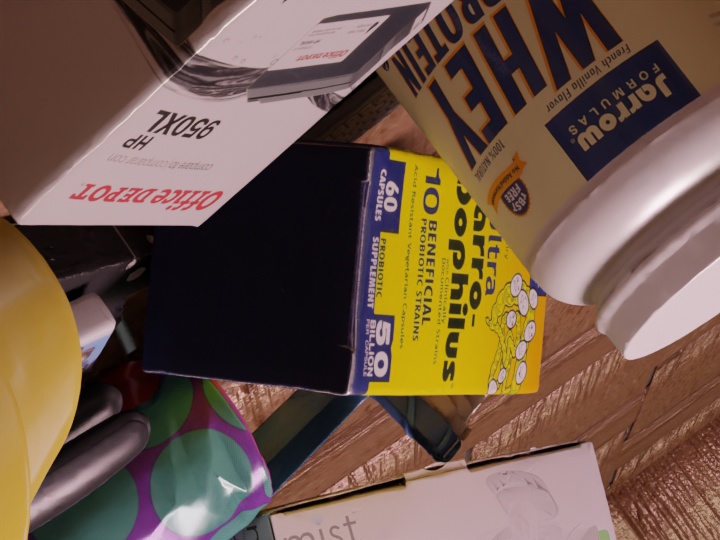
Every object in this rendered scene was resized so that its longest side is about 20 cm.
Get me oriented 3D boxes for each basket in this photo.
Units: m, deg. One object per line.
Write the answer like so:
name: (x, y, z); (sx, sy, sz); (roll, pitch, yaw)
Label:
basket: (-0.003, 0.056, 1.385); (0.200, 0.139, 0.176); (-49, 176, -7)

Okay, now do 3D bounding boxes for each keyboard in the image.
keyboard: (0.044, -0.110, 1.256); (0.200, 0.011, 0.056); (-38, 166, 6)

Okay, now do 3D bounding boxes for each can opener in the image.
can opener: (-0.180, 0.114, 1.111); (0.200, 0.063, 0.079); (-41, 141, -18)

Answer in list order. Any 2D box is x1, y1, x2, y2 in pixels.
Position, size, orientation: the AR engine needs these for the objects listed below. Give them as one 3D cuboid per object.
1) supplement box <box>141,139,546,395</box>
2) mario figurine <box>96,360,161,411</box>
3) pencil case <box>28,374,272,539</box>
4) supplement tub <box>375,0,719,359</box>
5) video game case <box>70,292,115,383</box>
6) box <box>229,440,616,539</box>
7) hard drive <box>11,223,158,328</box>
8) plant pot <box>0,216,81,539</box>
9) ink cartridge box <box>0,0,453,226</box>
supplement box: (0.000, 0.000, 1.186); (0.109, 0.109, 0.200); (5, 180, 27)
mario figurine: (-0.129, 0.131, 1.412); (0.200, 0.106, 0.124); (-45, -163, 58)
pencil case: (-0.137, 0.127, 1.184); (0.200, 0.092, 0.085); (-36, 130, -12)
supplement tub: (0.103, -0.077, 1.107); (0.145, 0.200, 0.145); (-34, 166, -10)
video game case: (-0.215, 0.095, 1.123); (0.200, 0.023, 0.182); (-25, 163, -34)
box: (0.004, 0.156, 1.316); (0.200, 0.097, 0.176); (-9, 174, -34)
hard drive: (-0.182, 0.033, 1.118); (0.200, 0.038, 0.140); (-19, 158, -53)
plant pot: (-0.191, 0.053, 0.882); (0.201, 0.201, 0.189); (-43, -179, 23)
ink cartridge box: (-0.042, -0.106, 0.900); (0.200, 0.084, 0.145); (-41, 165, 18)
